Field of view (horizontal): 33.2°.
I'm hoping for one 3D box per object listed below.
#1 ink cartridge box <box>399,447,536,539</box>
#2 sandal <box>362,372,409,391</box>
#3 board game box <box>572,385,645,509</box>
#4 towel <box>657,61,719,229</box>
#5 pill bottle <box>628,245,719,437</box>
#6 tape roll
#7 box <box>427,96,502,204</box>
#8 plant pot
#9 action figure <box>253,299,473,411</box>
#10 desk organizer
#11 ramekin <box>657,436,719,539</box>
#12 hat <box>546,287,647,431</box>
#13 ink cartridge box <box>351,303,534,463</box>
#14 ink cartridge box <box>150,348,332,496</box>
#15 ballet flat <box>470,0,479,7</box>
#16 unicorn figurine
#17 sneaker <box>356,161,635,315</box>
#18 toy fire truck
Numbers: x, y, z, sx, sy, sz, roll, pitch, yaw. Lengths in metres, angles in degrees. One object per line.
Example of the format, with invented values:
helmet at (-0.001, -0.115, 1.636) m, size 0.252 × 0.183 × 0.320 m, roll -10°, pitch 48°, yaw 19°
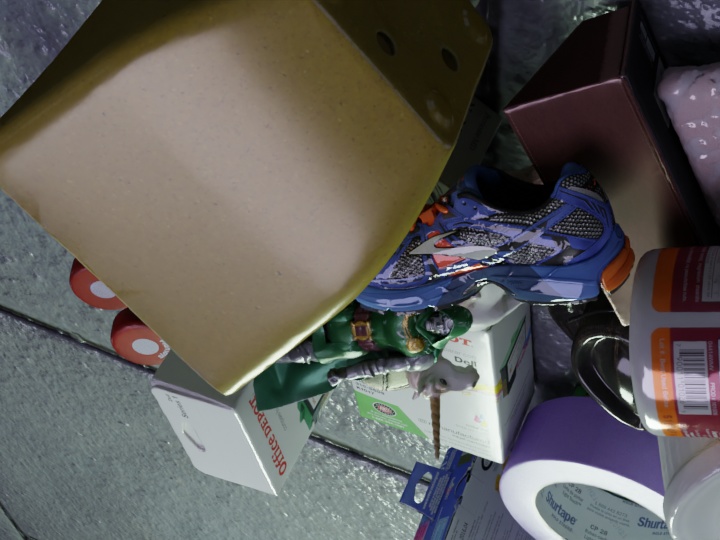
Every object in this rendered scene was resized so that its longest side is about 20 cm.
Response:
ink cartridge box at (0.134, 0.257, 1.190) m, size 0.199 × 0.137 × 0.076 m, roll 37°, pitch 144°, yaw -13°
sandal at (0.000, 0.000, 0.880) m, size 0.081 × 0.055 × 0.201 m, roll -21°, pitch 114°, yaw 26°
board game box at (0.253, 0.187, 1.091) m, size 0.133 × 0.029 × 0.201 m, roll 18°, pitch 148°, yaw 21°
towel at (0.286, -0.046, 0.677) m, size 0.198 × 0.032 × 0.192 m, roll 1°, pitch 139°, yaw 38°
pill bottle at (0.257, 0.039, 0.675) m, size 0.197 × 0.111 × 0.110 m, roll -1°, pitch 140°, yaw 23°
tape roll at (0.221, 0.194, 1.036) m, size 0.197 × 0.066 × 0.201 m, roll 22°, pitch 149°, yaw 14°
box at (-0.009, -0.119, 0.809) m, size 0.199 × 0.083 × 0.068 m, roll 33°, pitch 148°, yaw -9°
plant pot at (-0.042, -0.093, 0.653) m, size 0.199 × 0.197 × 0.194 m, roll -29°, pitch 115°, yaw 37°
action figure at (-0.011, 0.038, 0.825) m, size 0.197 × 0.054 × 0.120 m, roll -7°, pitch 102°, yaw 34°
desk organizer at (0.166, -0.058, 0.743) m, size 0.076 × 0.072 × 0.201 m, roll -11°, pitch 132°, yaw 31°
ramekin at (0.291, 0.110, 0.811) m, size 0.199 × 0.095 × 0.204 m, roll -6°, pitch 144°, yaw -4°
hat at (0.210, 0.064, 0.892) m, size 0.198 × 0.082 × 0.202 m, roll 20°, pitch 149°, yaw 13°
ink cartridge box at (0.063, 0.057, 1.004) m, size 0.143 × 0.085 × 0.201 m, roll 16°, pitch 146°, yaw 22°
ink cartridge box at (-0.075, 0.064, 1.016) m, size 0.083 × 0.202 × 0.147 m, roll 14°, pitch 148°, yaw 24°
ballet flat at (0.039, -0.179, 0.702) m, size 0.070 × 0.071 × 0.201 m, roll 17°, pitch 148°, yaw 19°
unicorn figurine at (0.090, 0.009, 0.836) m, size 0.074 × 0.136 × 0.203 m, roll 42°, pitch 143°, yaw 50°
sneaker at (0.063, -0.026, 0.729) m, size 0.197 × 0.076 × 0.080 m, roll -5°, pitch 116°, yaw 23°
toy fire truck at (-0.160, -0.010, 1.095) m, size 0.165 × 0.113 × 0.201 m, roll -10°, pitch 138°, yaw 14°
